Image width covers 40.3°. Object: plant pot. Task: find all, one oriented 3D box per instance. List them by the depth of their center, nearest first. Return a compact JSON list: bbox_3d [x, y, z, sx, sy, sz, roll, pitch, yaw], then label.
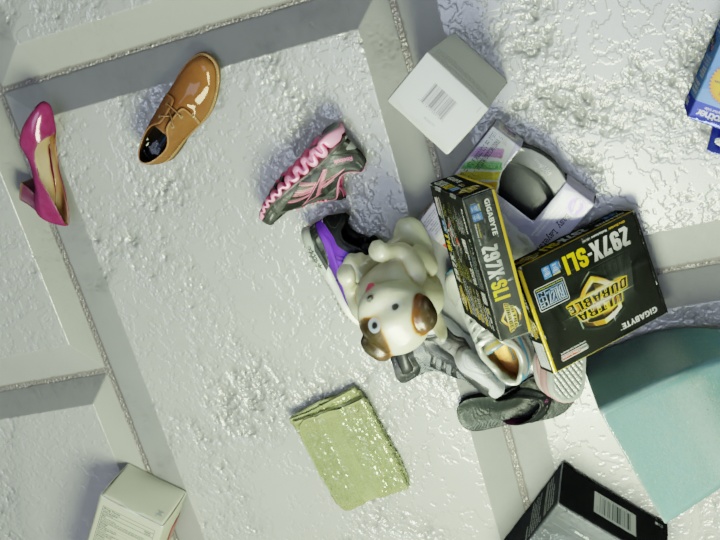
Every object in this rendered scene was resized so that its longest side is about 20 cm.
[{"bbox_3d":[0.454,0.190,1.377,0.199,0.196,0.197,-30,101,13],"label":"plant pot"}]

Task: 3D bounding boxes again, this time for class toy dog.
[{"bbox_3d":[0.046,0.047,1.363,0.139,0.200,0.195,-24,104,15],"label":"toy dog"}]

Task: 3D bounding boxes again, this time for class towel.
[{"bbox_3d":[-0.015,0.298,1.629,0.148,0.037,0.201,-24,102,22],"label":"towel"}]

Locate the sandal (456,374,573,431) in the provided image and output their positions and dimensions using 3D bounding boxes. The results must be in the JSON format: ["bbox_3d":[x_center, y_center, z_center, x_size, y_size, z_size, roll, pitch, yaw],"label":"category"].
[{"bbox_3d":[0.243,0.213,1.516,0.199,0.048,0.076,-21,104,22],"label":"sandal"}]

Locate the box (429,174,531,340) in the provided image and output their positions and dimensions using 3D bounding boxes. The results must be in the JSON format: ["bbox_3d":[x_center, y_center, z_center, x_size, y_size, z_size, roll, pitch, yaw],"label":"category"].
[{"bbox_3d":[0.159,-0.021,1.322,0.049,0.160,0.201,-18,104,-6],"label":"box"}]

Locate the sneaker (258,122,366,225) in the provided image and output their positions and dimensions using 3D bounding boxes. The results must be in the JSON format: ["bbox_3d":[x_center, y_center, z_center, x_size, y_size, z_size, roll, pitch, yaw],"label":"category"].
[{"bbox_3d":[-0.070,-0.124,1.464,0.095,0.079,0.200,40,117,-15],"label":"sneaker"}]

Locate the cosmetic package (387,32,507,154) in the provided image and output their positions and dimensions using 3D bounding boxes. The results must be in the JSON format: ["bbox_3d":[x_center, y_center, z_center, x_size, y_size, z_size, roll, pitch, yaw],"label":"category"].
[{"bbox_3d":[0.120,-0.238,1.290,0.108,0.200,0.085,42,114,-1],"label":"cosmetic package"}]

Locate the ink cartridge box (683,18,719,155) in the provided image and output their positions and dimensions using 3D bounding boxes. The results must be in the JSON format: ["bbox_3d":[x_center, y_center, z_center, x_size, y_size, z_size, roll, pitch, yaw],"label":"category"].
[{"bbox_3d":[0.504,-0.243,1.252,0.136,0.076,0.201,20,116,7],"label":"ink cartridge box"}]

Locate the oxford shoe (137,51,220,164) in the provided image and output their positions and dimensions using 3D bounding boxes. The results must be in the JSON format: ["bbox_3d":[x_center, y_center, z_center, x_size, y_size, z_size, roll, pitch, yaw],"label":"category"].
[{"bbox_3d":[-0.273,-0.236,1.472,0.071,0.071,0.201,35,114,2],"label":"oxford shoe"}]

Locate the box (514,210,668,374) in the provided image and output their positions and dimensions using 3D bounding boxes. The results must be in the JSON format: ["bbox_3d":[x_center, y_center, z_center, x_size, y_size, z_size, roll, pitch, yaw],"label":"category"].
[{"bbox_3d":[0.315,0.027,1.362,0.199,0.049,0.161,-25,100,-16],"label":"box"}]

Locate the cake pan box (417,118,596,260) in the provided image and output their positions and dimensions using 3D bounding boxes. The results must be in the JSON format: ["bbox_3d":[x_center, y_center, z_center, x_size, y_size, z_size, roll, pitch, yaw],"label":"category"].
[{"bbox_3d":[0.210,-0.089,1.407,0.184,0.052,0.200,37,116,-3],"label":"cake pan box"}]

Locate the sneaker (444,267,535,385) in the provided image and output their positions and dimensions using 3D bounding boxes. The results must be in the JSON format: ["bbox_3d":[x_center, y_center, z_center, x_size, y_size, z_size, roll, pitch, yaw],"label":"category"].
[{"bbox_3d":[0.193,0.078,1.460,0.076,0.081,0.200,-33,98,26],"label":"sneaker"}]

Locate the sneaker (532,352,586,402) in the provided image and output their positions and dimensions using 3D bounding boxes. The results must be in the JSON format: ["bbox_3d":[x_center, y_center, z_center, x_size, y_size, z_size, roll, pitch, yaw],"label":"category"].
[{"bbox_3d":[0.299,0.093,1.445,0.075,0.105,0.202,12,84,-5],"label":"sneaker"}]

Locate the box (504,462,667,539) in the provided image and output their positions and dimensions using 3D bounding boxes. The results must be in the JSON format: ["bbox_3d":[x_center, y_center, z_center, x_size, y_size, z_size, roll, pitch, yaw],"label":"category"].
[{"bbox_3d":[0.347,0.449,1.544,0.196,0.118,0.201,30,117,2],"label":"box"}]

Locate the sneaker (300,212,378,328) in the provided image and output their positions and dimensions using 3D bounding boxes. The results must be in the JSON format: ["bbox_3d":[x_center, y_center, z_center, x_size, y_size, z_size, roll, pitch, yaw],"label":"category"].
[{"bbox_3d":[0.000,0.000,1.489,0.099,0.070,0.201,-29,101,21],"label":"sneaker"}]

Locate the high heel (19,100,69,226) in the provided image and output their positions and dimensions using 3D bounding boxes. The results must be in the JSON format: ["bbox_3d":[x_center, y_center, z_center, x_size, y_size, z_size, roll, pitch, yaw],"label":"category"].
[{"bbox_3d":[-0.487,-0.168,1.558,0.096,0.067,0.201,30,131,13],"label":"high heel"}]

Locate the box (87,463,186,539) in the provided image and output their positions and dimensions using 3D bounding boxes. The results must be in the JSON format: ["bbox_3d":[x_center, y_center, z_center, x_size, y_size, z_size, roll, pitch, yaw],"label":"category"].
[{"bbox_3d":[-0.412,0.475,1.767,0.127,0.109,0.201,25,115,5],"label":"box"}]

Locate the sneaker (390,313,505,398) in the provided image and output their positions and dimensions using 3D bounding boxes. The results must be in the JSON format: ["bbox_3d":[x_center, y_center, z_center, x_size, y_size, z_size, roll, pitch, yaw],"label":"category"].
[{"bbox_3d":[0.122,0.143,1.511,0.200,0.075,0.114,42,116,3],"label":"sneaker"}]
